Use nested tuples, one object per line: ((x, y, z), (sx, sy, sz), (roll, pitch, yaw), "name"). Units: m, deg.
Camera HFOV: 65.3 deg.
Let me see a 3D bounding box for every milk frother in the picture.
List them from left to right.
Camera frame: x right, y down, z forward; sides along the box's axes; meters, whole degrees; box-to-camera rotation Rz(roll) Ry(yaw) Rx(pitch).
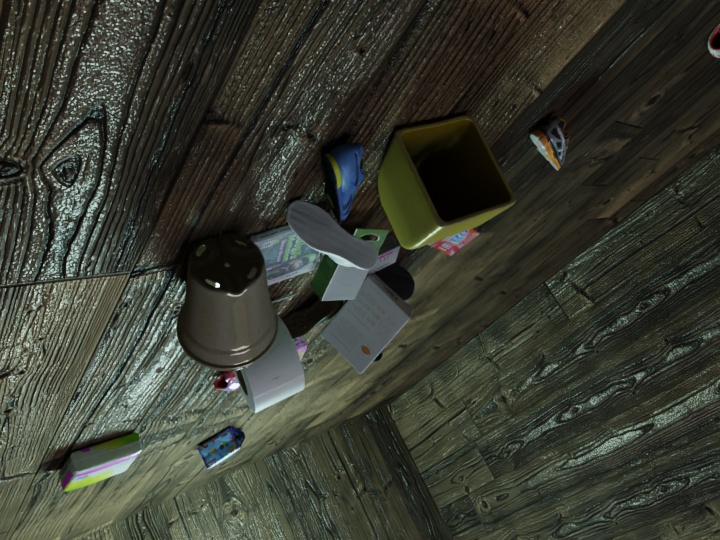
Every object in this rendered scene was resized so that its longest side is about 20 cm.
((0.061, 0.124, 1.590), (0.176, 0.204, 0.189), (-14, 155, -27), "milk frother")

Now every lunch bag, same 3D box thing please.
((-0.547, 0.708, 2.264), (0.148, 0.095, 0.200), (-31, 169, -6), "lunch bag")

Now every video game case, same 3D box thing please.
((-0.157, -0.033, 1.171), (0.178, 0.024, 0.201), (-21, 157, -27), "video game case")

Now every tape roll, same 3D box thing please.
((-0.241, 0.232, 1.406), (0.136, 0.206, 0.204), (-20, 158, -22), "tape roll")

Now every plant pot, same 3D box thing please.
((-0.241, 0.044, 1.024), (0.196, 0.202, 0.186), (-19, 146, -27), "plant pot")
((0.140, -0.148, 1.098), (0.192, 0.198, 0.200), (-18, 166, -29), "plant pot")

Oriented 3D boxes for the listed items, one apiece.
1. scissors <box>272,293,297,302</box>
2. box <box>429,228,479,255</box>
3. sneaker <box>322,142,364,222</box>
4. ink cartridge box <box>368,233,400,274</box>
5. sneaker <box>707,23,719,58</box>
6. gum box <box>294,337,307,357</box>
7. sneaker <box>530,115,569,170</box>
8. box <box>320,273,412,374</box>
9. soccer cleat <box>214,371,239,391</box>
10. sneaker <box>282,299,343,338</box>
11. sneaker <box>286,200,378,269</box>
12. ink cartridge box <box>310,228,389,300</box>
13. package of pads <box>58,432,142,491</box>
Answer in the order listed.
((-0.234, 0.082, 1.338), (0.196, 0.014, 0.074), (-23, 156, -18), "scissors")
((0.211, -0.116, 1.394), (0.099, 0.097, 0.199), (-37, 159, 17), "box")
((-0.023, -0.156, 1.015), (0.077, 0.067, 0.201), (-29, 160, -14), "sneaker")
((0.000, 0.000, 1.443), (0.196, 0.044, 0.175), (-25, 158, -16), "ink cartridge box")
((0.930, -0.597, 1.341), (0.106, 0.068, 0.201), (-12, 155, -46), "sneaker")
((-0.232, 0.249, 1.651), (0.111, 0.067, 0.201), (-19, 157, -26), "gum box")
((0.472, -0.307, 1.358), (0.077, 0.079, 0.199), (-45, 158, 15), "sneaker")
((0.018, 0.134, 1.470), (0.201, 0.152, 0.106), (-48, 178, 13), "box")
((-0.343, 0.286, 1.592), (0.075, 0.068, 0.200), (-1, 147, -45), "soccer cleat")
((-0.125, 0.125, 1.516), (0.197, 0.068, 0.089), (-32, 169, 18), "sneaker")
((-0.068, -0.061, 1.091), (0.075, 0.197, 0.115), (-59, -163, -9), "sneaker")
((-0.026, -0.027, 1.270), (0.102, 0.060, 0.203), (0, 129, -41), "ink cartridge box")
((-0.751, 0.555, 1.624), (0.197, 0.069, 0.155), (-6, 148, -48), "package of pads")
